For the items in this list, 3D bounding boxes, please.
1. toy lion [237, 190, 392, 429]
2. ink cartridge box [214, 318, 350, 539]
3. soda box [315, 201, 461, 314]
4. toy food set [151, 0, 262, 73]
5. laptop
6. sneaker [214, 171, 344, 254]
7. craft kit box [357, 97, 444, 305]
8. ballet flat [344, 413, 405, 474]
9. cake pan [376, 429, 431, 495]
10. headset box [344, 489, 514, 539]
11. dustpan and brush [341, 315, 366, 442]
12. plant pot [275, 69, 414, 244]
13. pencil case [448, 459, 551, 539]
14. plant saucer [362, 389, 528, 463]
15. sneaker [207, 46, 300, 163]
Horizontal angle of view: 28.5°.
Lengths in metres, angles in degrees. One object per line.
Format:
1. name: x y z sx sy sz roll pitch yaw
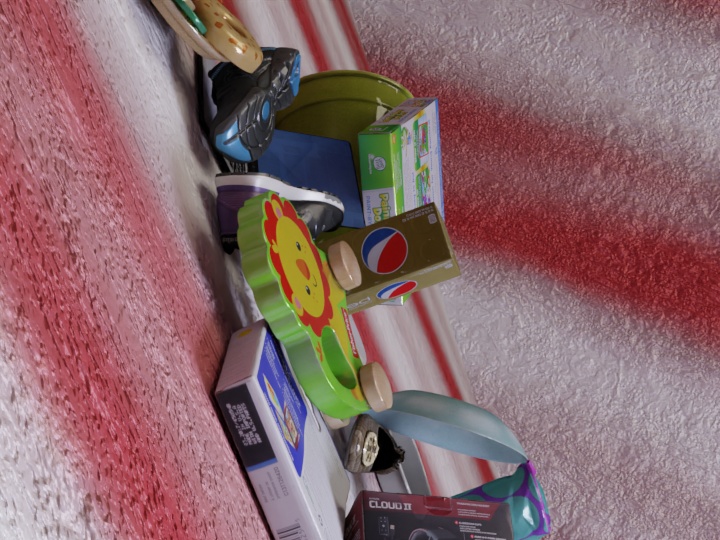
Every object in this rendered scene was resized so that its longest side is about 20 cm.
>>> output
1. toy lion: -0.051 0.032 1.301 0.191 0.068 0.202 31 41 -65
2. ink cartridge box: -0.065 0.151 1.239 0.200 0.047 0.200 -92 160 -75
3. soda box: 0.000 0.000 1.488 0.064 0.198 0.068 49 22 -70
4. toy food set: -0.177 -0.293 1.412 0.198 0.048 0.201 43 19 -51
5. laptop: -0.089 -0.153 1.565 0.188 0.115 0.201 -101 168 -54
6. sneaker: -0.084 -0.040 1.427 0.199 0.075 0.089 11 79 -59
7. craft kit box: 0.053 -0.085 1.669 0.198 0.048 0.203 -48 136 -66
8. ballet flat: 0.018 0.205 1.615 0.200 0.046 0.068 54 54 -74
9. cake pan: 0.049 0.249 1.829 0.200 0.036 0.202 -20 90 -83
10. headset box: 0.064 0.288 1.265 0.075 0.147 0.202 116 -24 -50
11. dustpan and brush: -0.026 0.105 1.651 0.202 0.057 0.140 66 7 21
12. plant pot: -0.021 -0.111 1.769 0.201 0.198 0.195 58 25 -57
13. pencil case: 0.109 0.281 1.554 0.093 0.198 0.086 -103 170 -59
14. plant saucer: 0.098 0.171 1.608 0.201 0.199 0.039 52 53 -68
15. sneaker: -0.124 -0.172 1.461 0.201 0.081 0.074 -63 161 -57
